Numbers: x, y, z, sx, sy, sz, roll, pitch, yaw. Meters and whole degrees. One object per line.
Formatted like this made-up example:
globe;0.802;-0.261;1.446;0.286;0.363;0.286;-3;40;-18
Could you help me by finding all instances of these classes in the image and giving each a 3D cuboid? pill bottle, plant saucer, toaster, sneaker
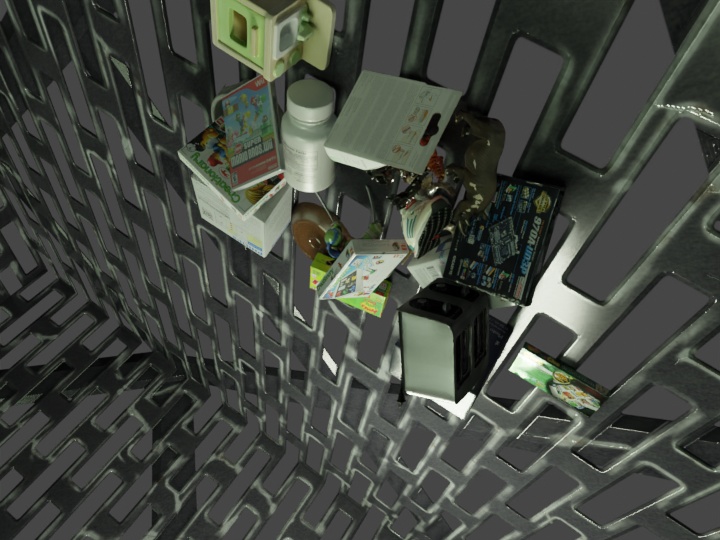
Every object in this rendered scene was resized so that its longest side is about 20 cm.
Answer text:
pill bottle;-0.100;-0.264;1.136;0.113;0.115;0.202;29;145;17
plant saucer;-0.103;-0.076;1.429;0.198;0.037;0.202;28;145;21
toaster;0.154;0.135;1.068;0.117;0.180;0.204;8;112;33
sneaker;0.103;-0.094;1.018;0.094;0.070;0.200;56;169;15

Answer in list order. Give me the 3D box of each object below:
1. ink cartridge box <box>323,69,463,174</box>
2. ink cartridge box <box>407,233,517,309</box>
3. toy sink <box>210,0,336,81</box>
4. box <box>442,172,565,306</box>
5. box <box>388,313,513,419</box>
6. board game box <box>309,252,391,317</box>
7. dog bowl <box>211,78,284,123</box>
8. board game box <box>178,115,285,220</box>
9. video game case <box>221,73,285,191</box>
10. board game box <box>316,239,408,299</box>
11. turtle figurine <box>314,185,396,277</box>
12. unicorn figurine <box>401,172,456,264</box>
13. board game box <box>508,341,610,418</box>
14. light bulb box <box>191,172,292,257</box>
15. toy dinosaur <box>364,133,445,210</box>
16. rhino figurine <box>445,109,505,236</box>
ink cartridge box;0.055;-0.241;0.961;0.198;0.163;0.050;22;168;26
ink cartridge box;0.214;0.003;1.145;0.146;0.088;0.199;52;147;-17
toy sink;-0.158;-0.428;1.010;0.198;0.112;0.131;34;147;11
box;0.240;-0.059;0.982;0.157;0.046;0.204;20;103;30
box;0.197;0.174;1.258;0.198;0.199;0.124;29;146;17
board game box;-0.027;0.037;1.428;0.197;0.048;0.102;22;148;8
dog bowl;-0.249;-0.321;1.277;0.198;0.059;0.202;27;145;21
board game box;-0.271;-0.218;1.220;0.200;0.126;0.035;43;162;7
video game case;-0.215;-0.275;1.147;0.141;0.017;0.204;-14;79;35
board game box;0.000;0.000;1.198;0.200;0.124;0.035;-49;50;51
turtle figurine;0.001;-0.080;1.283;0.142;0.203;0.194;-21;142;23
unicorn figurine;0.137;-0.105;1.127;0.136;0.073;0.203;17;126;47
board game box;0.429;0.239;1.253;0.198;0.024;0.105;31;148;15
light bulb box;-0.269;-0.163;1.336;0.196;0.126;0.200;32;158;3
toy dinosaur;0.086;-0.187;0.990;0.102;0.136;0.200;46;179;-9
rhino figurine;0.188;-0.156;0.949;0.086;0.059;0.204;17;105;35
